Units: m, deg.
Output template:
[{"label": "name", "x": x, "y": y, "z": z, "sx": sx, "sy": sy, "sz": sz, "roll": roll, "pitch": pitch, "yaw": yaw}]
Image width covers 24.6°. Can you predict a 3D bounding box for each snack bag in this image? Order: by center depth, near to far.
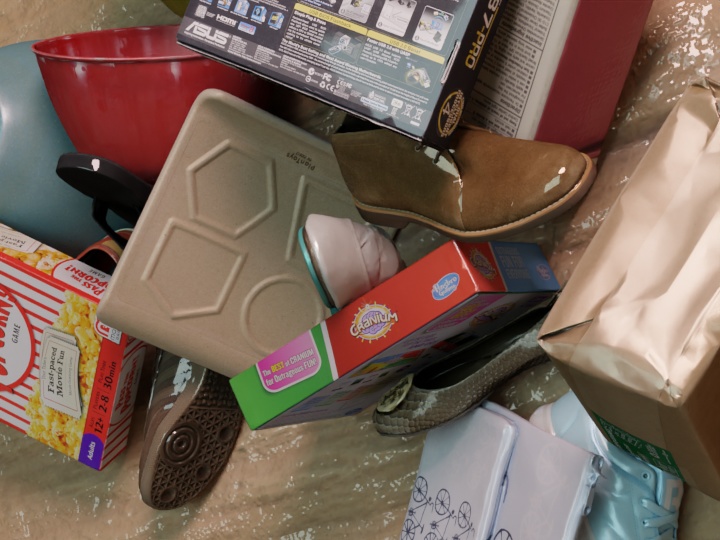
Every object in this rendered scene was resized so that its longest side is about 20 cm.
[{"label": "snack bag", "x": 0.083, "y": 0.190, "z": 1.139, "sx": 0.200, "sy": 0.021, "sz": 0.190, "roll": 23, "pitch": 98, "yaw": 62}]

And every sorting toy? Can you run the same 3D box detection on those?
[{"label": "sorting toy", "x": -0.079, "y": -0.016, "z": 1.247, "sx": 0.201, "sy": 0.184, "sz": 0.037, "roll": -62, "pitch": 19, "yaw": 12}]

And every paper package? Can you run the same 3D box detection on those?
[{"label": "paper package", "x": 0.213, "y": 0.020, "z": 1.006, "sx": 0.103, "sy": 0.200, "sz": 0.191, "roll": 29, "pitch": 80, "yaw": 29}]

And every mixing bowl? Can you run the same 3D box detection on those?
[{"label": "mixing bowl", "x": -0.153, "y": -0.128, "z": 1.291, "sx": 0.198, "sy": 0.200, "sz": 0.110, "roll": 7, "pitch": 108, "yaw": 31}]

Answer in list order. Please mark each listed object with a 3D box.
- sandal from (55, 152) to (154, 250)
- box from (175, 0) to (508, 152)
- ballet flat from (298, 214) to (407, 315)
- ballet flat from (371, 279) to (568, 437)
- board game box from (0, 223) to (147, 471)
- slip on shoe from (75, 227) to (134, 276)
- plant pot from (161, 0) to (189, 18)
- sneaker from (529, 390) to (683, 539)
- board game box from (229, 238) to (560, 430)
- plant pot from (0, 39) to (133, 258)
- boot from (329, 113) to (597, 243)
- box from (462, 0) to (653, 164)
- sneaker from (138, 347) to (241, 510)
[{"label": "sandal", "x": -0.174, "y": -0.038, "z": 1.268, "sx": 0.074, "sy": 0.200, "sz": 0.046, "roll": 4, "pitch": 77, "yaw": 23}, {"label": "box", "x": -0.005, "y": -0.185, "z": 1.056, "sx": 0.199, "sy": 0.049, "sz": 0.163, "roll": 23, "pitch": 94, "yaw": 26}, {"label": "ballet flat", "x": 0.000, "y": 0.000, "z": 1.159, "sx": 0.069, "sy": 0.200, "sz": 0.070, "roll": -2, "pitch": 74, "yaw": 6}, {"label": "ballet flat", "x": 0.090, "y": 0.060, "z": 1.167, "sx": 0.199, "sy": 0.068, "sz": 0.047, "roll": -26, "pitch": 114, "yaw": 19}, {"label": "board game box", "x": -0.271, "y": 0.052, "z": 1.335, "sx": 0.199, "sy": 0.046, "sz": 0.153, "roll": 24, "pitch": 120, "yaw": 14}, {"label": "slip on shoe", "x": -0.249, "y": 0.041, "z": 1.382, "sx": 0.200, "sy": 0.061, "sz": 0.074, "roll": -43, "pitch": 81, "yaw": 20}, {"label": "plant pot", "x": -0.147, "y": -0.313, "z": 1.271, "sx": 0.185, "sy": 0.200, "sz": 0.189, "roll": -8, "pitch": 73, "yaw": 27}, {"label": "sneaker", "x": 0.185, "y": 0.163, "z": 1.102, "sx": 0.082, "sy": 0.074, "sz": 0.201, "roll": -37, "pitch": 67, "yaw": 27}, {"label": "board game box", "x": 0.027, "y": 0.046, "z": 1.165, "sx": 0.199, "sy": 0.153, "sz": 0.041, "roll": -33, "pitch": 75, "yaw": 23}, {"label": "plant pot", "x": -0.288, "y": -0.105, "z": 1.386, "sx": 0.198, "sy": 0.134, "sz": 0.202, "roll": -4, "pitch": 82, "yaw": 30}, {"label": "boot", "x": 0.058, "y": -0.069, "z": 1.062, "sx": 0.199, "sy": 0.076, "sz": 0.074, "roll": 4, "pitch": 46, "yaw": 42}, {"label": "box", "x": 0.108, "y": -0.154, "z": 1.126, "sx": 0.127, "sy": 0.109, "sz": 0.201, "roll": 35, "pitch": 126, "yaw": 29}, {"label": "sneaker", "x": -0.134, "y": 0.090, "z": 1.321, "sx": 0.075, "sy": 0.070, "sz": 0.202, "roll": 26, "pitch": 95, "yaw": 50}]
